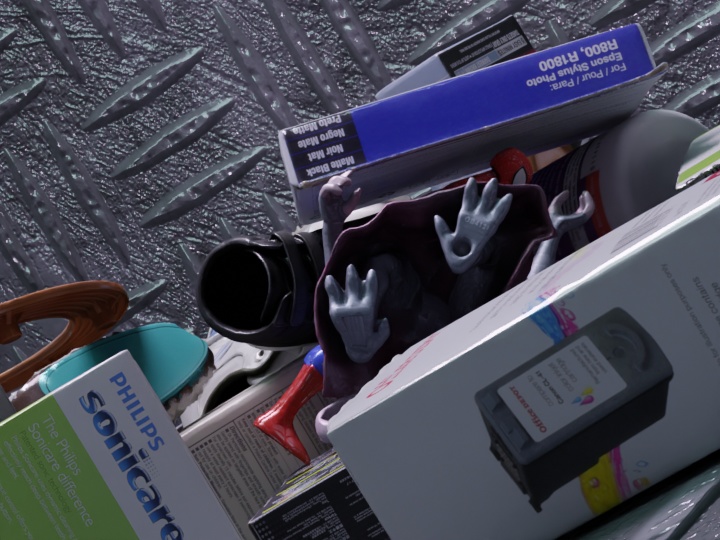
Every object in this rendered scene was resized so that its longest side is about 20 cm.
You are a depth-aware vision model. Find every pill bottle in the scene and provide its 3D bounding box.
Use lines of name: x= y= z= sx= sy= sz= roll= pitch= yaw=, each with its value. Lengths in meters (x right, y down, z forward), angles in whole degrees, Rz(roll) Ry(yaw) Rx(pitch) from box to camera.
pill bottle: x=0.121 y=-0.005 z=1.487 sx=0.200 sy=0.112 sz=0.111 roll=-29 pitch=2 yaw=46

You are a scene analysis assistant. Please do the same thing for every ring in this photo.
ring: x=-0.216 y=0.059 z=1.425 sx=0.200 sy=0.019 sz=0.200 roll=-26 pitch=-10 yaw=-5

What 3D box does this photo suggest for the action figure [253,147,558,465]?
action figure: x=0.042 y=0.030 z=1.373 sx=0.200 sy=0.099 sz=0.065 roll=-53 pitch=5 yaw=-4

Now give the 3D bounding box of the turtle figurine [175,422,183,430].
turtle figurine: x=-0.159 y=0.170 z=1.569 sx=0.200 sy=0.101 sz=0.150 roll=-45 pitch=-13 yaw=5

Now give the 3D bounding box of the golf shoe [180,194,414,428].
golf shoe: x=-0.030 y=0.038 z=1.538 sx=0.200 sy=0.078 sz=0.097 roll=-45 pitch=25 yaw=20

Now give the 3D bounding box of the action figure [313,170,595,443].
action figure: x=0.046 y=0.022 z=1.236 sx=0.134 sy=0.149 sz=0.200 roll=-1 pitch=-13 yaw=4

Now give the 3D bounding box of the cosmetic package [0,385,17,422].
cosmetic package: x=-0.198 y=0.142 z=1.278 sx=0.107 sy=0.200 sz=0.090 roll=-34 pitch=2 yaw=-32

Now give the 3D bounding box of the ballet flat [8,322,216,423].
ballet flat: x=-0.167 y=0.094 z=1.407 sx=0.200 sy=0.072 sz=0.072 roll=-29 pitch=0 yaw=-31

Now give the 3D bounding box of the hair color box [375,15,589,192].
hair color box: x=0.104 y=-0.049 z=1.618 sx=0.061 sy=0.200 sz=0.099 roll=-30 pitch=1 yaw=39

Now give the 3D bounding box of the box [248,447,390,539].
box: x=0.048 y=0.082 z=1.308 sx=0.200 sy=0.044 sz=0.160 roll=-31 pitch=2 yaw=8

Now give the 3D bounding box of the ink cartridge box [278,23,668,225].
ink cartridge box: x=0.055 y=-0.079 z=1.378 sx=0.199 sy=0.041 sz=0.200 roll=-17 pitch=-4 yaw=-3

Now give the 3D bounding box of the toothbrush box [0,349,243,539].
toothbrush box: x=-0.159 y=0.151 z=1.190 sx=0.200 sy=0.146 sz=0.086 roll=-32 pitch=2 yaw=-17

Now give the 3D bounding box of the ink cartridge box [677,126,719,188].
ink cartridge box: x=0.239 y=-0.059 z=1.302 sx=0.148 sy=0.076 sz=0.200 roll=-30 pitch=2 yaw=13

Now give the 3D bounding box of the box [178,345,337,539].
box: x=-0.078 y=0.128 z=1.433 sx=0.200 sy=0.095 sz=0.078 roll=-30 pitch=0 yaw=-19

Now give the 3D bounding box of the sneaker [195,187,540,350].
sneaker: x=0.000 y=0.000 z=1.424 sx=0.200 sy=0.071 sz=0.099 roll=-18 pitch=-8 yaw=20

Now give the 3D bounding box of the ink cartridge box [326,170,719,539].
ink cartridge box: x=0.103 y=0.032 z=1.005 sx=0.200 sy=0.086 sz=0.148 roll=-32 pitch=1 yaw=18
